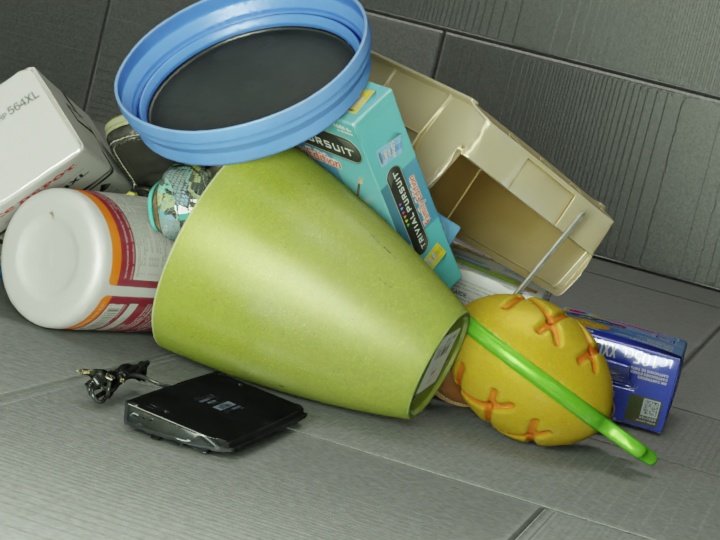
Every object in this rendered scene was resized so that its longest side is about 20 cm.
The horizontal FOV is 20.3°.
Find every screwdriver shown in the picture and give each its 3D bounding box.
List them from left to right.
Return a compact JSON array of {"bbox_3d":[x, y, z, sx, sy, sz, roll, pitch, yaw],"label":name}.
[{"bbox_3d":[0.127,0.026,1.705,0.028,0.200,0.029,40,-8,-7],"label":"screwdriver"}]

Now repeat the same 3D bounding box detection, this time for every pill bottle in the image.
[{"bbox_3d":[-0.184,-0.005,1.615,0.109,0.110,0.200,18,7,33],"label":"pill bottle"}]

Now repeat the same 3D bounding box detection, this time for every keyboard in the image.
[{"bbox_3d":[-0.116,0.089,1.349,0.127,0.021,0.200,22,7,12],"label":"keyboard"}]

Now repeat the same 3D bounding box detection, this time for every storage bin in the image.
[{"bbox_3d":[0.093,-0.085,1.772,0.200,0.094,0.198,35,-1,-39],"label":"storage bin"}]

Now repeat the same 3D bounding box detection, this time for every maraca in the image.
[{"bbox_3d":[0.150,0.091,1.582,0.200,0.107,0.137,36,5,-13],"label":"maraca"}]

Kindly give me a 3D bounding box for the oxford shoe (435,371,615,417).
[{"bbox_3d":[0.138,0.093,1.678,0.199,0.072,0.071,11,12,-40],"label":"oxford shoe"}]

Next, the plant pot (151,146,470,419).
[{"bbox_3d":[-0.025,0.024,1.521,0.199,0.188,0.187,29,10,15],"label":"plant pot"}]

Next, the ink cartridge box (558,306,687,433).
[{"bbox_3d":[0.228,0.091,1.866,0.136,0.077,0.200,15,8,9],"label":"ink cartridge box"}]

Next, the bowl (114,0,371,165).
[{"bbox_3d":[-0.086,-0.150,1.523,0.199,0.040,0.201,-11,37,8],"label":"bowl"}]

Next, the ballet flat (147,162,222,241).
[{"bbox_3d":[-0.113,-0.075,1.615,0.074,0.075,0.200,14,27,3],"label":"ballet flat"}]

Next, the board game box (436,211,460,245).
[{"bbox_3d":[0.000,0.000,1.773,0.040,0.154,0.200,31,-1,-22],"label":"board game box"}]

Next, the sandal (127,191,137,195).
[{"bbox_3d":[-0.159,-0.003,1.840,0.199,0.080,0.087,27,-32,12],"label":"sandal"}]

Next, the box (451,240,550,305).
[{"bbox_3d":[0.104,0.044,1.819,0.112,0.102,0.200,22,7,8],"label":"box"}]

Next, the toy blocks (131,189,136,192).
[{"bbox_3d":[-0.145,-0.054,1.914,0.136,0.201,0.100,-28,14,-5],"label":"toy blocks"}]

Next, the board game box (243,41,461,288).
[{"bbox_3d":[-0.012,-0.075,1.602,0.151,0.047,0.201,25,-31,42],"label":"board game box"}]

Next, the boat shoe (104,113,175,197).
[{"bbox_3d":[-0.152,-0.068,1.726,0.071,0.066,0.201,-14,-30,20],"label":"boat shoe"}]

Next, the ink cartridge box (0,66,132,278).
[{"bbox_3d":[-0.283,-0.075,1.636,0.085,0.146,0.200,56,1,8],"label":"ink cartridge box"}]
